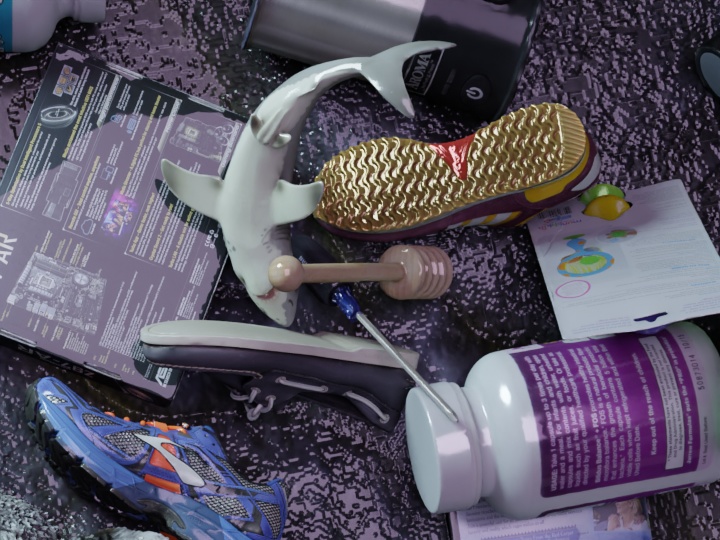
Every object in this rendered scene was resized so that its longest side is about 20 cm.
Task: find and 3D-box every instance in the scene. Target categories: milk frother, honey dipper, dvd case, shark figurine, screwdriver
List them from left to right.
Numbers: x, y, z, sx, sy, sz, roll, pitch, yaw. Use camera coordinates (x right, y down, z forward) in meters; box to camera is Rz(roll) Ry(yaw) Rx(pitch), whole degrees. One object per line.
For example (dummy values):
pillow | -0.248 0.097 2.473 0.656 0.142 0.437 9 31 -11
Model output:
shark figurine | -0.040 -0.086 1.293 0.128 0.089 0.215 36 116 8
honey dipper | 0.000 0.000 1.284 0.038 0.200 0.038 -1 89 29
screwdriver | 0.004 0.040 1.298 0.029 0.028 0.200 -30 49 -8
milk frother | 0.035 -0.229 1.369 0.187 0.181 0.201 17 35 -7
dvd case | 0.128 0.174 1.354 0.141 0.018 0.202 -6 81 -11

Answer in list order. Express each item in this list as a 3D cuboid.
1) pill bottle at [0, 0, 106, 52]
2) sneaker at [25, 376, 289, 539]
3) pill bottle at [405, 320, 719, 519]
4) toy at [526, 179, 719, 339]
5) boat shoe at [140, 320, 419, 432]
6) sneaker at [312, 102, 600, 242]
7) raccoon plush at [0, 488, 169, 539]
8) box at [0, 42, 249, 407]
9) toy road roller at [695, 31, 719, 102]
pill bottle | -0.268 -0.201 1.308 0.198 0.111 0.112 -1 79 -10
sneaker | -0.132 0.128 1.296 0.199 0.075 0.079 36 66 -10
pill bottle | 0.134 0.101 1.301 0.198 0.112 0.113 -9 81 -12
toy | 0.179 0.004 1.318 0.114 0.200 0.048 -11 119 2
boat shoe | -0.053 0.071 1.297 0.199 0.073 0.063 7 96 -29
sneaker | 0.067 -0.053 1.362 0.198 0.090 0.076 -10 67 15
raccoon plush | -0.231 0.147 1.270 0.198 0.097 0.135 -4 71 -25
box | -0.166 -0.030 1.327 0.159 0.044 0.201 20 76 -6
toy road roller | 0.340 -0.131 1.385 0.123 0.146 0.201 -34 87 -14
